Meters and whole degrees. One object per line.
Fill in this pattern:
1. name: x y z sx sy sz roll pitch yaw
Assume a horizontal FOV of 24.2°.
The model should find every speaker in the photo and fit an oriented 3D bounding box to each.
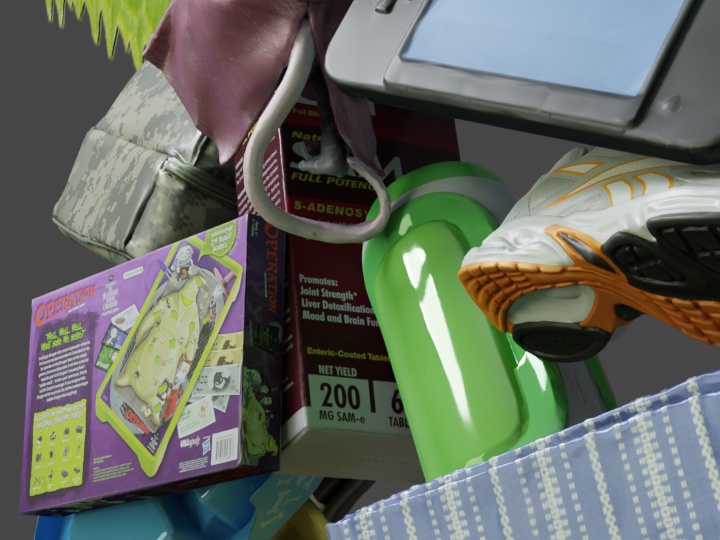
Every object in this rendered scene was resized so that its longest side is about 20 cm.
1. speaker: 0.057 0.046 0.722 0.201 0.088 0.089 -106 31 -42

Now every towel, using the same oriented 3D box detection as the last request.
1. towel: 0.081 0.130 0.599 0.199 0.024 0.146 -25 72 34

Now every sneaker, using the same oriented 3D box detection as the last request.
1. sneaker: 0.120 -0.025 0.608 0.199 0.076 0.092 -4 47 52

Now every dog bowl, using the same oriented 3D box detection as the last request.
1. dog bowl: -0.090 0.113 0.889 0.200 0.049 0.112 -46 49 12

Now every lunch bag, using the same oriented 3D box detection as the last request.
1. lunch bag: -0.075 -0.065 0.999 0.200 0.138 0.169 23 89 63

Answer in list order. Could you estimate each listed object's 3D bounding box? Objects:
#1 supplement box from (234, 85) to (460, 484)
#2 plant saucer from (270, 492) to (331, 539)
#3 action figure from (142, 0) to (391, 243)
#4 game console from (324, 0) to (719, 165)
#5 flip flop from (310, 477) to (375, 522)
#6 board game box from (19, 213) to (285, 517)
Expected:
1. supplement box: 0.000 0.000 0.837 0.061 0.108 0.202 -45 45 51
2. plant saucer: -0.050 0.227 0.868 0.201 0.048 0.200 -53 47 7
3. action figure: -0.031 -0.135 0.722 0.150 0.133 0.201 -102 25 -45
4. game console: 0.067 -0.151 0.598 0.199 0.118 0.172 16 71 42
5. flip flop: -0.024 0.088 0.929 0.201 0.057 0.081 -59 33 31
6. board game box: -0.108 0.053 0.841 0.199 0.032 0.121 -18 70 47
